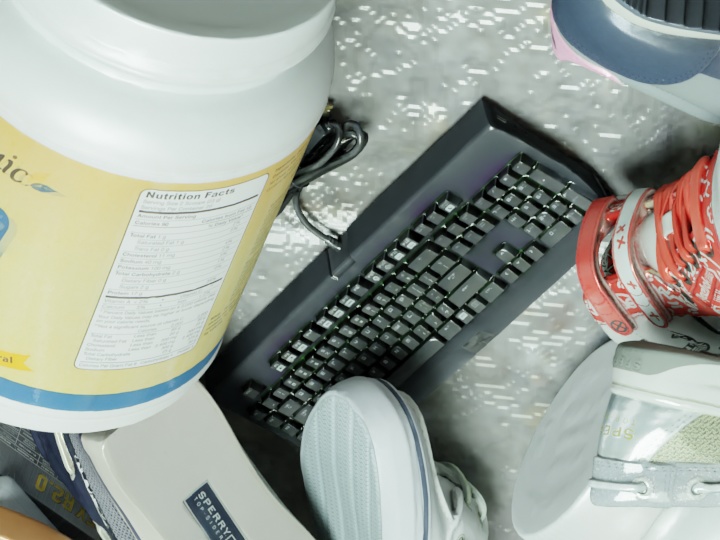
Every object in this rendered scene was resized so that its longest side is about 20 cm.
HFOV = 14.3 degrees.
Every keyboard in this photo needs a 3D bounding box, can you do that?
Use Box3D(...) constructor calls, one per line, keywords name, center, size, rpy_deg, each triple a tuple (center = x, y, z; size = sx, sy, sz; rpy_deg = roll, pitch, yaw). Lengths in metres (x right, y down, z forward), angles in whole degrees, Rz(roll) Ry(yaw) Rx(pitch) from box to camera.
Box3D(name="keyboard", center=(0.000, 0.000, 1.150), size=(0.127, 0.021, 0.200), rpy_deg=(32, 129, -17))

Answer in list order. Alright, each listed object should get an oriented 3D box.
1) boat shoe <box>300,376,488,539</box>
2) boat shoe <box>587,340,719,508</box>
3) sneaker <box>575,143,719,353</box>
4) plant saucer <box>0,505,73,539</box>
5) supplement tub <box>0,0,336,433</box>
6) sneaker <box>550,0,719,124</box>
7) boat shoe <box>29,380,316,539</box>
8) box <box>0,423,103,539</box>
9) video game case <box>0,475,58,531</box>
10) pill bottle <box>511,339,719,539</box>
Box3D(name="boat shoe", center=(0.020, 0.107, 1.217), size=(0.067, 0.074, 0.200), rpy_deg=(-24, 145, -20))
Box3D(name="boat shoe", center=(0.181, 0.078, 1.056), size=(0.201, 0.074, 0.065), rpy_deg=(16, 89, -16))
Box3D(name="sneaker", center=(0.124, -0.008, 1.035), size=(0.108, 0.068, 0.201), rpy_deg=(-2, 167, 20))
Box3D(name="plant saucer", center=(-0.181, 0.175, 1.241), size=(0.199, 0.032, 0.201), rpy_deg=(6, 131, 7))
Box3D(name="supplement tub", center=(-0.094, -0.054, 1.036), size=(0.144, 0.145, 0.200), rpy_deg=(20, 132, -6))
Box3D(name="sneaker", center=(0.162, -0.075, 1.030), size=(0.199, 0.070, 0.082), rpy_deg=(22, 155, -10))
Box3D(name="boat shoe", center=(-0.072, 0.109, 1.213), size=(0.093, 0.075, 0.200), rpy_deg=(24, 144, 55))
Box3D(name="box", center=(-0.140, 0.153, 1.297), size=(0.200, 0.048, 0.158), rpy_deg=(38, 129, -21))
Box3D(name="video game case", center=(-0.183, 0.184, 1.285), size=(0.200, 0.023, 0.182), rpy_deg=(-20, 124, 28))
Box3D(name="pill bottle", center=(0.167, 0.112, 1.153), size=(0.200, 0.110, 0.110), rpy_deg=(30, 131, -14))
